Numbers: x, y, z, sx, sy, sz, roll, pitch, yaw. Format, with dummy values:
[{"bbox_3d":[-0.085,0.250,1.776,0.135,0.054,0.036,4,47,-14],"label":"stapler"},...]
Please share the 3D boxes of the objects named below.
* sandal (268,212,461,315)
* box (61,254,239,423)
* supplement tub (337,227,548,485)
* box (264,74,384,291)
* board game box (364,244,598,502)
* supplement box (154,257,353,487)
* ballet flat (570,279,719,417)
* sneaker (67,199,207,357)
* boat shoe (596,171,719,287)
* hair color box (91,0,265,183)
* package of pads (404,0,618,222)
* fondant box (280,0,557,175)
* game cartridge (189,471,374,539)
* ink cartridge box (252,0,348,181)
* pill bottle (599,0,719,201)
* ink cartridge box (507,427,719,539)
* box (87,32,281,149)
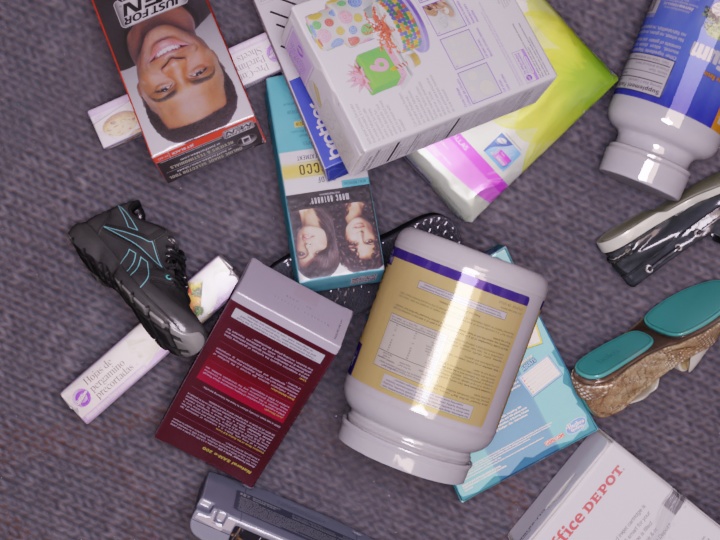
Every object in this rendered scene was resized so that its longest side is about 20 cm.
[{"bbox_3d":[0.001,0.001,1.373,0.199,0.043,0.076,-16,102,-10],"label":"sandal"},{"bbox_3d":[-0.195,0.063,1.352,0.200,0.041,0.039,-41,94,0],"label":"box"},{"bbox_3d":[0.070,0.076,1.278,0.145,0.145,0.201,20,92,-5],"label":"supplement tub"},{"bbox_3d":[-0.035,-0.084,1.328,0.082,0.049,0.201,-9,77,-6],"label":"box"},{"bbox_3d":[0.116,0.098,1.378,0.151,0.047,0.200,-27,94,-2],"label":"board game box"},{"bbox_3d":[-0.100,0.097,1.310,0.109,0.061,0.200,29,123,-6],"label":"supplement box"},{"bbox_3d":[0.287,0.079,1.377,0.200,0.070,0.065,-27,122,-17],"label":"ballet flat"},{"bbox_3d":[-0.192,0.000,1.302,0.079,0.076,0.200,-36,53,-16],"label":"sneaker"},{"bbox_3d":[0.330,-0.046,1.371,0.199,0.075,0.066,-28,97,-1],"label":"boat shoe"},{"bbox_3d":[-0.169,-0.192,1.298,0.101,0.061,0.200,-23,70,-2],"label":"hair color box"},{"bbox_3d":[0.119,-0.169,1.353,0.200,0.068,0.155,-43,96,-1],"label":"package of pads"},{"bbox_3d":[0.051,-0.188,1.248,0.200,0.058,0.145,-23,79,-21],"label":"fondant box"},{"bbox_3d":[-0.061,0.252,1.333,0.199,0.133,0.042,24,91,-4],"label":"game cartridge"},{"bbox_3d":[-0.025,-0.191,1.299,0.094,0.044,0.201,-22,77,-2],"label":"ink cartridge box"},{"bbox_3d":[0.301,-0.172,1.342,0.112,0.112,0.201,22,92,-5],"label":"pill bottle"},{"bbox_3d":[0.264,0.271,1.380,0.200,0.084,0.144,39,91,-6],"label":"ink cartridge box"},{"bbox_3d":[-0.159,-0.172,1.348,0.199,0.039,0.042,-24,94,-2],"label":"box"}]
